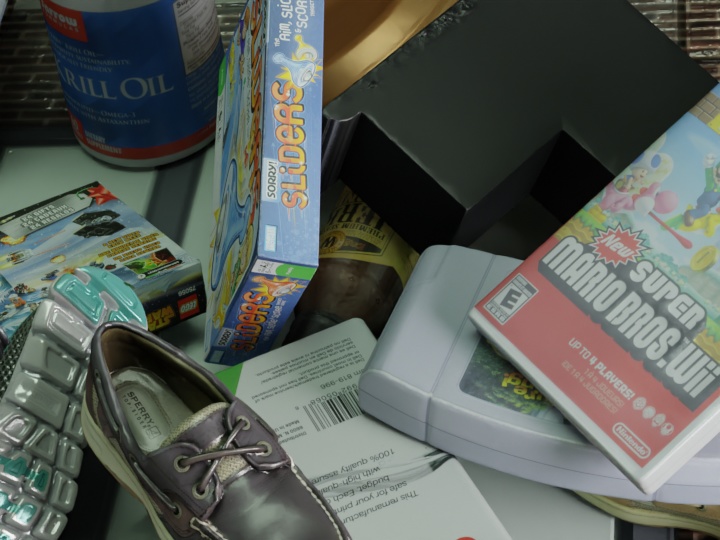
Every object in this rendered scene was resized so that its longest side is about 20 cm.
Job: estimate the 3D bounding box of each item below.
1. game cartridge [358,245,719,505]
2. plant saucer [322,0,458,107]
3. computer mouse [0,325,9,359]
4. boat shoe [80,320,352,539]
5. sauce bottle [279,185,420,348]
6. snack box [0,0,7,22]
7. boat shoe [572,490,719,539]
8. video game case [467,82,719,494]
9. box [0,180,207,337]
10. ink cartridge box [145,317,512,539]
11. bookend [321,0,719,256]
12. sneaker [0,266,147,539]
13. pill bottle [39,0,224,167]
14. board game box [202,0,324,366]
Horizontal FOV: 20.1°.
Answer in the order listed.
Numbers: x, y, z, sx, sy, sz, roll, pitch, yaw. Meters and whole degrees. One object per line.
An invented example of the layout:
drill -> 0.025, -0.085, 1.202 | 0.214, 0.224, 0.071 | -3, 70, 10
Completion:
game cartridge -> 0.107, 0.054, 1.038 | 0.199, 0.041, 0.133 | 13, 43, 12
plant saucer -> -0.015, -0.142, 1.301 | 0.200, 0.037, 0.200 | -33, 22, 15
computer mouse -> -0.237, 0.050, 1.047 | 0.044, 0.200, 0.110 | -24, 66, -42
boat shoe -> -0.075, 0.092, 0.979 | 0.072, 0.065, 0.200 | -30, 46, -22
sauce bottle -> 0.000, 0.000, 1.195 | 0.065, 0.065, 0.200 | 9, 45, 19
snack box -> -0.264, -0.204, 1.372 | 0.053, 0.143, 0.200 | 14, 24, -15
boat shoe -> 0.178, 0.100, 1.054 | 0.200, 0.063, 0.073 | 26, 52, 32
video game case -> 0.167, -0.003, 0.991 | 0.200, 0.017, 0.143 | -42, 49, -3
box -> -0.209, 0.019, 1.199 | 0.200, 0.040, 0.137 | -23, 35, -25
ink cartridge box -> -0.020, 0.134, 1.035 | 0.146, 0.083, 0.200 | -20, 42, -13
bookend -> 0.105, -0.058, 1.169 | 0.200, 0.092, 0.199 | 43, 62, 12
sneaker -> -0.185, 0.093, 1.078 | 0.091, 0.078, 0.200 | -20, 34, 60
pill bottle -> -0.151, -0.175, 1.312 | 0.112, 0.200, 0.112 | -5, 42, 5
board game box -> -0.054, -0.063, 1.144 | 0.034, 0.135, 0.201 | 8, 60, -14
